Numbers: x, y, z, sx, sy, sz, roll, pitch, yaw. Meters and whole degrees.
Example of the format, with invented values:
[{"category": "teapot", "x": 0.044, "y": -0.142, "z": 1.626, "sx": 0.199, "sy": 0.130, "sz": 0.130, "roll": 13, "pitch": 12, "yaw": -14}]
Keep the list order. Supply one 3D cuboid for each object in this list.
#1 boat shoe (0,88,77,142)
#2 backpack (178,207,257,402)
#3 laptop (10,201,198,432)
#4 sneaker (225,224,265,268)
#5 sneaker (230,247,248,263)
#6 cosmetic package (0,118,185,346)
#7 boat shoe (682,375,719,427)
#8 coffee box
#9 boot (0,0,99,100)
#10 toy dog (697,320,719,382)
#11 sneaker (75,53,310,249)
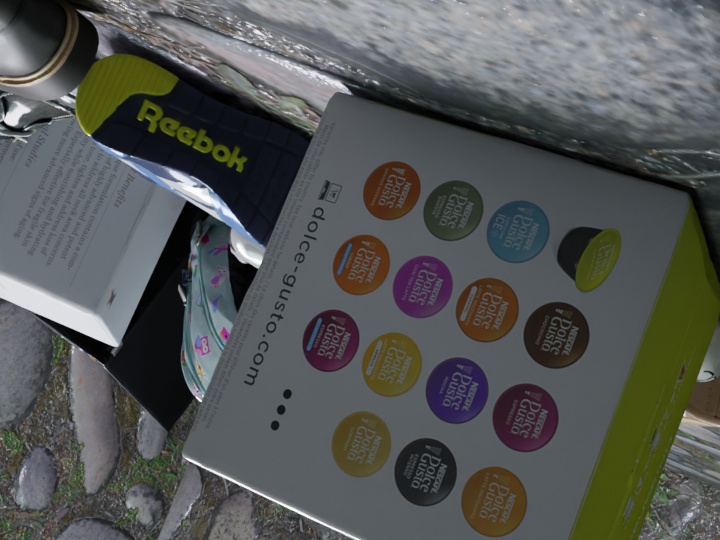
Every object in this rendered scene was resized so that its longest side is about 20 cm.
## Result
[{"category": "boat shoe", "x": -0.255, "y": -0.127, "z": 0.886, "sx": 0.072, "sy": 0.072, "sz": 0.199, "roll": 28, "pitch": 172, "yaw": -41}, {"category": "backpack", "x": -0.083, "y": 0.035, "z": 1.054, "sx": 0.165, "sy": 0.127, "sz": 0.201, "roll": 22, "pitch": -142, "yaw": -23}, {"category": "laptop", "x": -0.215, "y": 0.017, "z": 1.180, "sx": 0.199, "sy": 0.188, "sz": 0.116, "roll": 34, "pitch": 160, "yaw": 3}, {"category": "sneaker", "x": 0.000, "y": 0.000, "z": 0.877, "sx": 0.198, "sy": 0.077, "sz": 0.116, "roll": 15, "pitch": -162, "yaw": -15}, {"category": "sneaker", "x": -0.016, "y": -0.010, "z": 0.991, "sx": 0.198, "sy": 0.081, "sz": 0.070, "roll": 22, "pitch": 172, "yaw": -7}, {"category": "cosmetic package", "x": -0.275, "y": -0.057, "z": 1.039, "sx": 0.198, "sy": 0.169, "sz": 0.166, "roll": 23, "pitch": 166, "yaw": 1}, {"category": "boat shoe", "x": 0.234, "y": 0.079, "z": 0.853, "sx": 0.064, "sy": 0.072, "sz": 0.199, "roll": 14, "pitch": -179, "yaw": -35}, {"category": "coffee box", "x": 0.064, "y": 0.053, "z": 0.639, "sx": 0.196, "sy": 0.202, "sz": 0.200, "roll": 20, "pitch": 173, "yaw": 25}, {"category": "boot", "x": -0.260, "y": -0.161, "z": 0.668, "sx": 0.198, "sy": 0.078, "sz": 0.138, "roll": 4, "pitch": 161, "yaw": 30}, {"category": "toy dog", "x": 0.144, "y": 0.051, "z": 0.824, "sx": 0.131, "sy": 0.097, "sz": 0.199, "roll": 26, "pitch": 173, "yaw": -31}, {"category": "sneaker", "x": -0.094, "y": -0.074, "z": 0.776, "sx": 0.199, "sy": 0.075, "sz": 0.082, "roll": 33, "pitch": 173, "yaw": -21}]
